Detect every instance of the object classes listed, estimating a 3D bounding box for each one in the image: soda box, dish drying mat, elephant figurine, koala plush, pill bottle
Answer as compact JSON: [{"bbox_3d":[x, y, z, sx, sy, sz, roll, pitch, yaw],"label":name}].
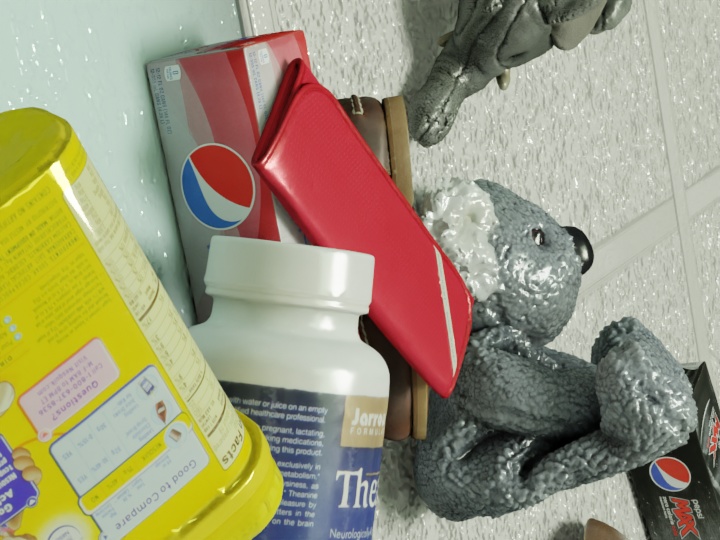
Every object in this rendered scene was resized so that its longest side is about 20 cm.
[{"bbox_3d":[0.264,0.173,1.629,0.063,0.070,0.201,-57,134,-50],"label":"soda box"},{"bbox_3d":[-0.052,-0.021,1.077,0.070,0.063,0.202,-29,110,-60],"label":"soda box"},{"bbox_3d":[0.007,-0.019,1.089,0.200,0.018,0.077,53,43,-38],"label":"dish drying mat"},{"bbox_3d":[0.112,-0.187,1.330,0.200,0.140,0.156,-50,134,-58],"label":"elephant figurine"},{"bbox_3d":[0.089,0.035,1.254,0.177,0.183,0.201,-39,106,-82],"label":"koala plush"},{"bbox_3d":[-0.044,0.088,0.991,0.111,0.110,0.202,9,88,-61],"label":"pill bottle"}]

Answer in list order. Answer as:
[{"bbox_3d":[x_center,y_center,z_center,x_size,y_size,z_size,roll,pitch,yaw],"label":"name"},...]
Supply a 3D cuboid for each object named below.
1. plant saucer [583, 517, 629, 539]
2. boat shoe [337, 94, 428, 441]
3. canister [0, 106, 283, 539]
[{"bbox_3d":[0.195,0.278,1.471,0.200,0.032,0.202,-10,90,-78],"label":"plant saucer"},{"bbox_3d":[0.000,0.000,1.174,0.070,0.070,0.202,133,-49,-82],"label":"boat shoe"},{"bbox_3d":[-0.135,0.052,0.845,0.148,0.086,0.201,-39,123,-18],"label":"canister"}]
